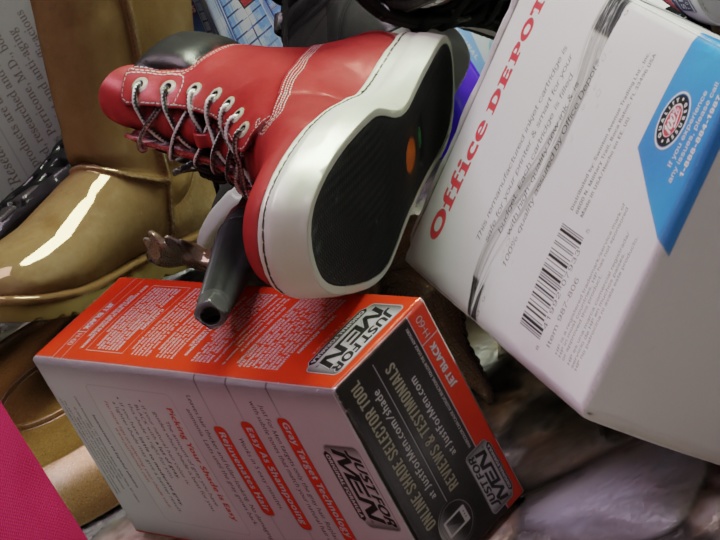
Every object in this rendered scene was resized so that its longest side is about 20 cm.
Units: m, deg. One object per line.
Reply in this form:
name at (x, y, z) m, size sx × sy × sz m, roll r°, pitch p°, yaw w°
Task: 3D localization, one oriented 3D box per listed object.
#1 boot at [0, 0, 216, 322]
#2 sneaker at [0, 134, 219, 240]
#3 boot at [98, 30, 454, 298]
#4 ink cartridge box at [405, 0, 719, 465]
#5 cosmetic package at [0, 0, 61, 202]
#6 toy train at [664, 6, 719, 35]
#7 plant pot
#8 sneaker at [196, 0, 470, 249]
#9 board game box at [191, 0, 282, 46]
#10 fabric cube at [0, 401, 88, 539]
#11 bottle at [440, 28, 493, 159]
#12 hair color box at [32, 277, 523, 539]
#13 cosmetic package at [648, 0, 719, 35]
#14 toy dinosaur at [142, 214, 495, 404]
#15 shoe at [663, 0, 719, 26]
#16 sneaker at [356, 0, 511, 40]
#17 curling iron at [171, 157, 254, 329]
boot at (-0.142, -0.088, 1.378) m, size 0.066 × 0.201 × 0.175 m, roll 1°, pitch 15°, yaw 38°
sneaker at (-0.149, -0.017, 1.451) m, size 0.200 × 0.079 × 0.075 m, roll -45°, pitch 15°, yaw -26°
boot at (-0.052, -0.047, 1.164) m, size 0.144 × 0.073 × 0.200 m, roll 4°, pitch 24°, yaw 14°
ink cartridge box at (0.110, -0.028, 1.128) m, size 0.145 × 0.084 × 0.200 m, roll -65°, pitch 25°, yaw 9°
cosmetic package at (-0.193, -0.107, 1.573) m, size 0.200 × 0.167 × 0.167 m, roll -33°, pitch 25°, yaw -9°
toy train at (0.172, -0.136, 1.279) m, size 0.200 × 0.034 × 0.046 m, roll -42°, pitch 32°, yaw -28°
plant pot at (-0.143, 0.064, 1.366) m, size 0.200 × 0.028 × 0.200 m, roll -24°, pitch 25°, yaw 12°
sneaker at (-0.023, -0.084, 1.370) m, size 0.200 × 0.071 × 0.099 m, roll -48°, pitch 46°, yaw 39°
board game box at (-0.043, -0.175, 1.495) m, size 0.200 × 0.200 × 0.062 m, roll -44°, pitch 20°, yaw -27°
fabric cube at (-0.186, 0.187, 0.980) m, size 0.196 × 0.200 × 0.200 m, roll -19°, pitch 27°, yaw 20°
bottle at (0.056, -0.139, 1.467) m, size 0.065 × 0.084 × 0.200 m, roll -22°, pitch 24°, yaw 38°
hair color box at (-0.037, 0.063, 1.169) m, size 0.200 × 0.102 × 0.061 m, roll 5°, pitch 40°, yaw 49°
cosmetic package at (0.167, -0.088, 1.295) m, size 0.151 × 0.052 × 0.200 m, roll -35°, pitch 25°, yaw -18°
toy dinosaur at (0.000, 0.000, 1.276) m, size 0.200 × 0.086 × 0.135 m, roll 11°, pitch 34°, yaw 44°
shoe at (0.199, -0.155, 1.213) m, size 0.200 × 0.072 × 0.091 m, roll -16°, pitch 23°, yaw -21°
sneaker at (0.047, -0.134, 1.250) m, size 0.071 × 0.200 × 0.098 m, roll -51°, pitch 30°, yaw 23°
curling iron at (-0.058, -0.017, 1.198) m, size 0.049 × 0.026 × 0.200 m, roll 6°, pitch 24°, yaw -4°
